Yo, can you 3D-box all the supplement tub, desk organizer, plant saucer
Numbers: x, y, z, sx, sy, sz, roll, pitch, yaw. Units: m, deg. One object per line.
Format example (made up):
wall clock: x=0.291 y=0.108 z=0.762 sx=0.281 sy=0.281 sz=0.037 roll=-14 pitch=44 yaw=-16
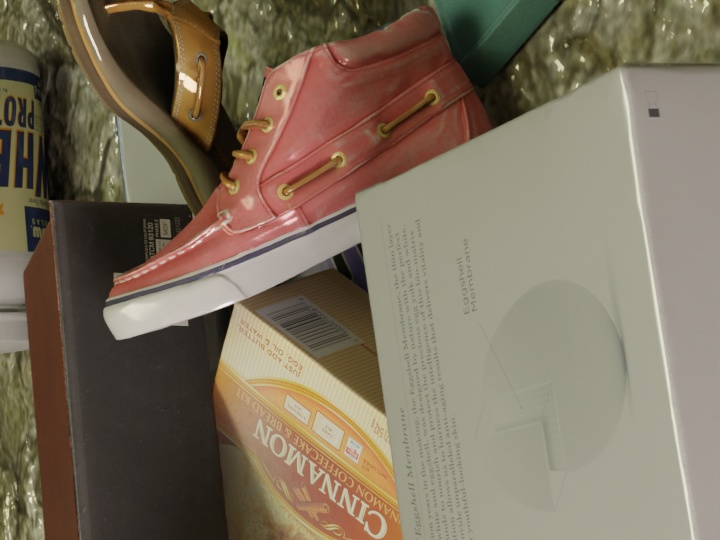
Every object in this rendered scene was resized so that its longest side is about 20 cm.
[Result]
supplement tub: x=-0.278 y=-0.045 z=1.553 sx=0.145 sy=0.145 sz=0.200 roll=-15 pitch=79 yaw=60
desk organizer: x=-0.115 y=0.073 z=1.124 sx=0.077 sy=0.072 sz=0.200 roll=129 pitch=138 yaw=-58
plant saucer: x=0.084 y=-0.161 z=1.038 sx=0.200 sy=0.019 sz=0.070 roll=-47 pitch=53 yaw=50

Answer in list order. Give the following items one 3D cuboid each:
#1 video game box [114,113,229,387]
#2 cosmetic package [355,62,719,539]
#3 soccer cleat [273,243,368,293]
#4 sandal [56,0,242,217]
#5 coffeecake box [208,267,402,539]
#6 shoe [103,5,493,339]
video game box: x=-0.096 y=0.005 z=1.263 sx=0.182 sy=0.047 sz=0.200 roll=77 pitch=-174 yaw=-82
cosmetic package: x=0.106 y=0.042 z=0.907 sx=0.200 sy=0.123 sz=0.199 roll=-21 pitch=74 yaw=58
soccer cleat: x=0.000 y=0.000 z=1.165 sx=0.073 sy=0.068 sz=0.200 roll=39 pitch=124 yaw=23
sandal: x=-0.081 y=-0.088 z=1.126 sx=0.054 sy=0.200 sz=0.080 roll=-21 pitch=33 yaw=20
coffeecake box: x=-0.007 y=0.127 z=1.121 sx=0.153 sy=0.073 sz=0.200 roll=35 pitch=125 yaw=31
shoe: x=-0.038 y=-0.046 z=1.078 sx=0.071 sy=0.200 sz=0.091 roll=-123 pitch=8 yaw=-85
